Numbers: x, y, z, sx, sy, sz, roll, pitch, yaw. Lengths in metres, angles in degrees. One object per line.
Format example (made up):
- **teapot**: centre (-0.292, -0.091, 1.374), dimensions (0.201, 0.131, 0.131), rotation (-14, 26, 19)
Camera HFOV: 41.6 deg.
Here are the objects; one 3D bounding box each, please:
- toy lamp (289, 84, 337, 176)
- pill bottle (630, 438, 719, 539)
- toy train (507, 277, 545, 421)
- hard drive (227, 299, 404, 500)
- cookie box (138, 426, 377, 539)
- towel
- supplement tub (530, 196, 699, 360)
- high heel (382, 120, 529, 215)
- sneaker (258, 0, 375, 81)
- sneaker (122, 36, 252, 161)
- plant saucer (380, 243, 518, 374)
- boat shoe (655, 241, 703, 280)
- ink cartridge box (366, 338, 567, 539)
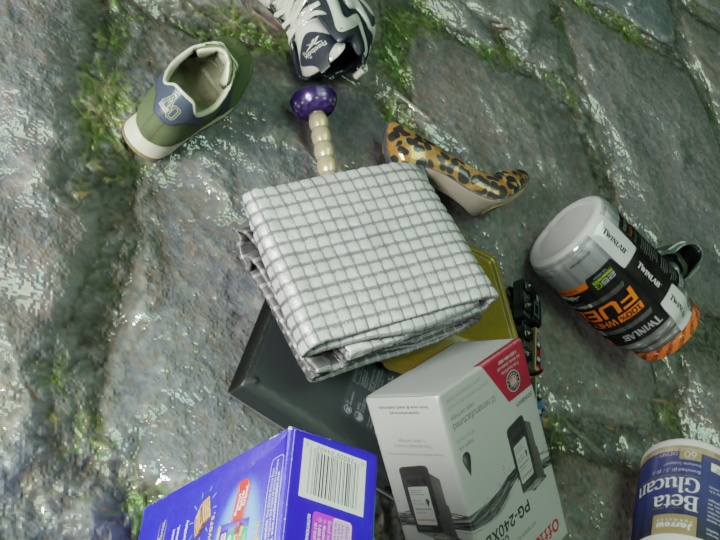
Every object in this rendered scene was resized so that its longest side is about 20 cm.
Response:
- **toy lamp**: centre (-0.031, -0.096, 0.974), dimensions (0.058, 0.058, 0.200), rotation (8, 60, -39)
- **pill bottle**: centre (0.353, 0.293, 1.032), dimensions (0.111, 0.111, 0.200), rotation (40, 44, -15)
- **toy train**: centre (0.187, 0.096, 1.068), dimensions (0.046, 0.034, 0.200), rotation (40, 42, -33)
- **hard drive**: centre (-0.015, 0.106, 0.876), dimensions (0.200, 0.033, 0.140), rotation (37, 45, -20)
- **cookie box**: centre (-0.081, 0.217, 0.620), dimensions (0.075, 0.200, 0.171), rotation (26, 50, -29)
- **towel**: centre (0.000, 0.000, 0.851), dimensions (0.200, 0.086, 0.166), rotation (-16, 67, -29)
- **supplement tub**: centre (0.318, 0.014, 1.172), dimensions (0.200, 0.123, 0.123), rotation (41, 44, -14)
- **high heel**: centre (0.117, -0.131, 1.116), dimensions (0.200, 0.071, 0.143), rotation (-25, 89, -39)
- **sneaker**: centre (-0.063, -0.278, 1.044), dimensions (0.199, 0.079, 0.130), rotation (33, 37, -36)
- **sneaker**: centre (-0.142, -0.183, 0.903), dimensions (0.067, 0.090, 0.200), rotation (44, 43, -11)
- **plant saucer**: centre (0.092, 0.029, 0.984), dimensions (0.200, 0.048, 0.200), rotation (22, 42, -35)
- **boat shoe**: centre (0.414, -0.002, 1.313), dimensions (0.200, 0.062, 0.073), rotation (-16, 76, -47)
- **ink cartridge box**: centre (0.101, 0.179, 0.849), dimensions (0.145, 0.083, 0.200), rotation (-25, 103, -48)
